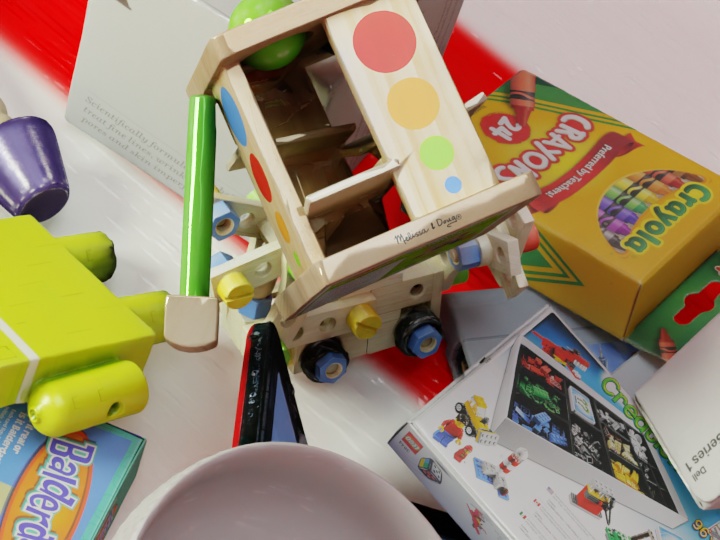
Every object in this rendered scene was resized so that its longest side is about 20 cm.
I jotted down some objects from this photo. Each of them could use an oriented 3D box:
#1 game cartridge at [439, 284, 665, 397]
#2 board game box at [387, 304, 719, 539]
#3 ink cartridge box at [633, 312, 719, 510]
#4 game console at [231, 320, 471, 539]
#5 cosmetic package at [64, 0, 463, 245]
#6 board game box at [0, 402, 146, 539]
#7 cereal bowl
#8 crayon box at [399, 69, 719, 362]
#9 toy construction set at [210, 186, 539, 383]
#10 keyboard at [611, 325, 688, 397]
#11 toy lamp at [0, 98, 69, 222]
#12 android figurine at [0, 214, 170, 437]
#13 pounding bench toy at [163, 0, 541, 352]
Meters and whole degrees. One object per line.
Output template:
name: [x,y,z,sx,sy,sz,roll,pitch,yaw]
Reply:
game cartridge: [0.132,0.092,1.431,0.133,0.042,0.200,-8,57,-16]
board game box: [0.125,0.130,1.344,0.126,0.035,0.200,-37,83,-34]
ink cartridge box: [0.274,0.058,1.381,0.200,0.145,0.084,1,51,-47]
game console: [0.008,0.134,1.274,0.119,0.172,0.200,-10,27,6]
cosmetic package: [-0.049,-0.154,1.477,0.165,0.165,0.200,34,52,10]
board game box: [-0.236,0.117,1.301,0.200,0.045,0.152,24,51,3]
cereal bowl: [-0.044,0.184,1.108,0.200,0.083,0.200,14,64,-31]
crayon box: [0.142,-0.036,1.485,0.200,0.051,0.127,31,44,21]
toy construction set: [0.000,0.000,1.391,0.200,0.131,0.092,-5,38,-11]
keyboard: [0.137,0.100,1.397,0.056,0.011,0.200,44,55,15]
toy lamp: [-0.233,-0.112,1.464,0.058,0.058,0.200,-18,59,-26]
android figurine: [-0.199,0.024,1.341,0.182,0.041,0.200,40,34,28]
pounding bench toy: [-0.039,-0.062,1.270,0.200,0.124,0.156,-24,86,-14]
